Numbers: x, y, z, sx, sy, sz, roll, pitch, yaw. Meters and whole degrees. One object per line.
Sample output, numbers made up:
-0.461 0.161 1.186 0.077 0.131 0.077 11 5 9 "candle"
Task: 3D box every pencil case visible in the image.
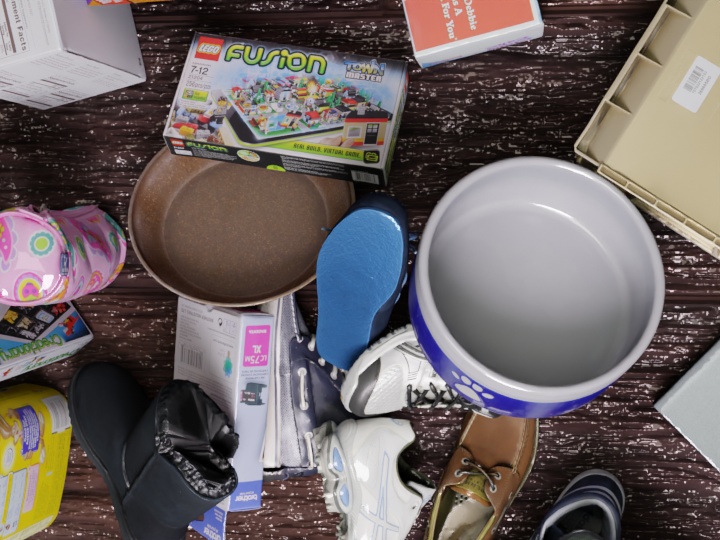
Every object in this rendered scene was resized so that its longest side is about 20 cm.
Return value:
-0.263 -0.016 1.134 0.086 0.200 0.089 0 92 5 "pencil case"

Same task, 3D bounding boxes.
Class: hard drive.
0.366 0.093 1.110 0.140 0.033 0.200 45 98 6 "hard drive"

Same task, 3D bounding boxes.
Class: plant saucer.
-0.102 -0.047 1.152 0.198 0.037 0.202 -2 57 3 "plant saucer"

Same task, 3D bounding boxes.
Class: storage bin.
0.308 -0.124 1.087 0.198 0.094 0.201 33 97 9 "storage bin"

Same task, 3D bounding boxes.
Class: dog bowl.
0.139 0.014 1.064 0.198 0.079 0.202 2 68 -6 "dog bowl"

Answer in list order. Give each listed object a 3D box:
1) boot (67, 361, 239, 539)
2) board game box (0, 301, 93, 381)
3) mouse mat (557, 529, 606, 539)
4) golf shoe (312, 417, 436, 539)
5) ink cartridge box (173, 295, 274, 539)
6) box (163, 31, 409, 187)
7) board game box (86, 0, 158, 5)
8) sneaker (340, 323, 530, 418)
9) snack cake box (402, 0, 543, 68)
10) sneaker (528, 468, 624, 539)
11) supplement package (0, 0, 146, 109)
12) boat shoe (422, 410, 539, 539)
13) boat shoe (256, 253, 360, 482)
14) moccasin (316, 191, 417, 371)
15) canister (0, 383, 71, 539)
-0.176 0.133 1.127 0.168 0.076 0.201 -51 56 46 "boot"
-0.327 0.033 1.146 0.035 0.200 0.127 -37 84 20 "board game box"
0.172 0.296 1.089 0.160 0.008 0.200 34 124 -17 "mouse mat"
0.022 0.216 1.131 0.096 0.078 0.202 -12 117 -3 "golf shoe"
-0.125 0.128 1.156 0.042 0.119 0.202 3 96 -35 "ink cartridge box"
-0.064 -0.143 1.160 0.198 0.035 0.111 9 68 9 "box"
-0.119 -0.347 1.065 0.198 0.199 0.202 -12 89 -30 "board game box"
0.083 0.087 1.100 0.198 0.076 0.088 -20 56 -10 "sneaker"
0.082 -0.290 1.137 0.114 0.067 0.202 -13 89 8 "snack cake box"
0.158 0.263 1.111 0.070 0.108 0.201 30 96 8 "sneaker"
-0.282 -0.237 1.134 0.110 0.200 0.157 -13 89 10 "supplement package"
0.105 0.187 1.139 0.071 0.068 0.202 18 92 12 "boat shoe"
-0.047 0.086 1.172 0.092 0.075 0.202 0 91 -7 "boat shoe"
0.000 0.000 1.084 0.080 0.068 0.201 27 140 5 "moccasin"
-0.329 0.179 1.149 0.086 0.200 0.150 10 92 10 "canister"
